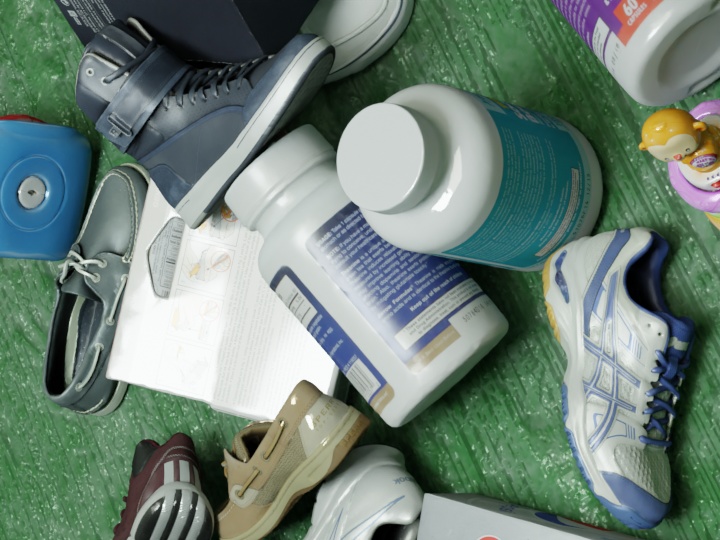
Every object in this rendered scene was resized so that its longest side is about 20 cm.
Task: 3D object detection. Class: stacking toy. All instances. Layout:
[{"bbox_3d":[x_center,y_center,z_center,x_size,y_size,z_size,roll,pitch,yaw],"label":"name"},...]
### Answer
[{"bbox_3d":[0.231,-0.071,1.479,0.116,0.199,0.111,-18,74,32],"label":"stacking toy"},{"bbox_3d":[-0.315,-0.082,1.947,0.199,0.115,0.111,19,101,50],"label":"stacking toy"}]

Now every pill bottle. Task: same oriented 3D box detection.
[{"bbox_3d":[0.169,-0.215,1.596,0.112,0.111,0.200,-48,60,22],"label":"pill bottle"},{"bbox_3d":[0.000,0.000,1.661,0.111,0.111,0.200,-44,82,24],"label":"pill bottle"},{"bbox_3d":[0.069,-0.062,1.597,0.110,0.199,0.112,-5,82,35],"label":"pill bottle"}]

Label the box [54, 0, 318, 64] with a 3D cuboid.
[{"bbox_3d":[-0.106,-0.257,1.752,0.181,0.104,0.201,8,53,35],"label":"box"}]

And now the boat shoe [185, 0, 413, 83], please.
[{"bbox_3d":[-0.056,-0.167,1.764,0.199,0.065,0.074,-27,74,15],"label":"boat shoe"}]

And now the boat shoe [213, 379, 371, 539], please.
[{"bbox_3d":[-0.062,0.134,1.709,0.064,0.071,0.200,40,139,-4],"label":"boat shoe"}]

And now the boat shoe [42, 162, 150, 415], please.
[{"bbox_3d":[-0.204,0.013,1.873,0.072,0.062,0.202,12,92,37],"label":"boat shoe"}]

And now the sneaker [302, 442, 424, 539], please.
[{"bbox_3d":[-0.016,0.222,1.693,0.087,0.074,0.201,44,113,51],"label":"sneaker"}]

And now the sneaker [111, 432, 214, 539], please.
[{"bbox_3d":[-0.160,0.202,1.826,0.116,0.075,0.200,-94,28,-47],"label":"sneaker"}]

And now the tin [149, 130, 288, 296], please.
[{"bbox_3d":[-0.110,-0.027,1.826,0.111,0.042,0.202,13,92,32],"label":"tin"}]

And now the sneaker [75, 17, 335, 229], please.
[{"bbox_3d":[-0.116,-0.134,1.666,0.146,0.077,0.202,47,133,1],"label":"sneaker"}]

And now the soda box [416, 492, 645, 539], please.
[{"bbox_3d":[0.132,0.202,1.604,0.199,0.063,0.069,11,93,37],"label":"soda box"}]

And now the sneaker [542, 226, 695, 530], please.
[{"bbox_3d":[0.181,0.067,1.579,0.088,0.075,0.201,-22,73,32],"label":"sneaker"}]

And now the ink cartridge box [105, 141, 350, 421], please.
[{"bbox_3d":[-0.080,0.004,1.763,0.175,0.045,0.202,14,93,17],"label":"ink cartridge box"}]
